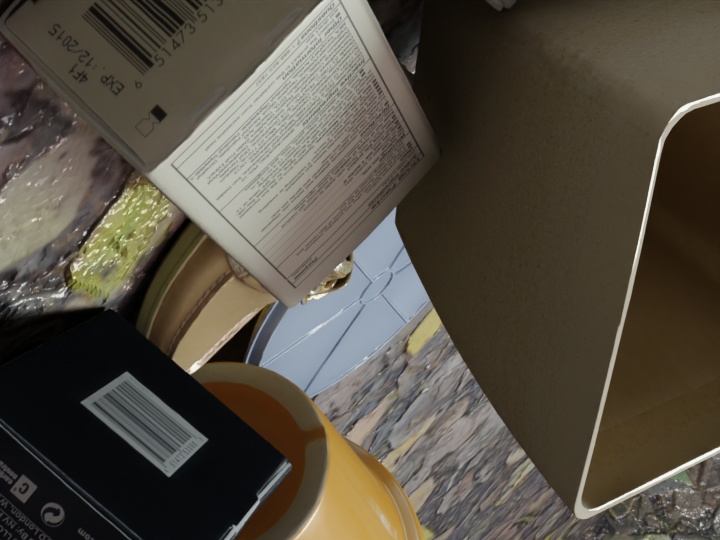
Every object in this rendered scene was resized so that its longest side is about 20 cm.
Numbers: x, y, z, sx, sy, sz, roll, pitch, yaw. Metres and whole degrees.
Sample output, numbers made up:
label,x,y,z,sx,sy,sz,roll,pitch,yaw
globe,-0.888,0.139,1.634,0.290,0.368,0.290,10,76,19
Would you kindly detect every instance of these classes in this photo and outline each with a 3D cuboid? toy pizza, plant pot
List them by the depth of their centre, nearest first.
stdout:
label,x,y,z,sx,sy,sz,roll,pitch,yaw
plant pot,0.126,-0.047,0.767,0.199,0.177,0.201,-19,132,-32
plant pot,-0.066,0.150,0.946,0.200,0.200,0.184,-40,149,-17
toy pizza,0.000,0.000,1.005,0.200,0.032,0.200,-39,160,-18

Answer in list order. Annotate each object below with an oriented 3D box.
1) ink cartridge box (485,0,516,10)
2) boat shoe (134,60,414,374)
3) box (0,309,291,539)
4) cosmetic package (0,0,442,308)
label,x,y,z,sx,sy,sz,roll,pitch,yaw
ink cartridge box,0.078,-0.214,0.634,0.200,0.083,0.147,-48,162,4
boat shoe,-0.035,-0.016,0.837,0.200,0.065,0.071,-50,162,13
box,-0.151,0.140,0.747,0.197,0.124,0.200,-51,178,11
cosmetic package,-0.045,-0.068,0.667,0.103,0.087,0.200,-46,161,-3
